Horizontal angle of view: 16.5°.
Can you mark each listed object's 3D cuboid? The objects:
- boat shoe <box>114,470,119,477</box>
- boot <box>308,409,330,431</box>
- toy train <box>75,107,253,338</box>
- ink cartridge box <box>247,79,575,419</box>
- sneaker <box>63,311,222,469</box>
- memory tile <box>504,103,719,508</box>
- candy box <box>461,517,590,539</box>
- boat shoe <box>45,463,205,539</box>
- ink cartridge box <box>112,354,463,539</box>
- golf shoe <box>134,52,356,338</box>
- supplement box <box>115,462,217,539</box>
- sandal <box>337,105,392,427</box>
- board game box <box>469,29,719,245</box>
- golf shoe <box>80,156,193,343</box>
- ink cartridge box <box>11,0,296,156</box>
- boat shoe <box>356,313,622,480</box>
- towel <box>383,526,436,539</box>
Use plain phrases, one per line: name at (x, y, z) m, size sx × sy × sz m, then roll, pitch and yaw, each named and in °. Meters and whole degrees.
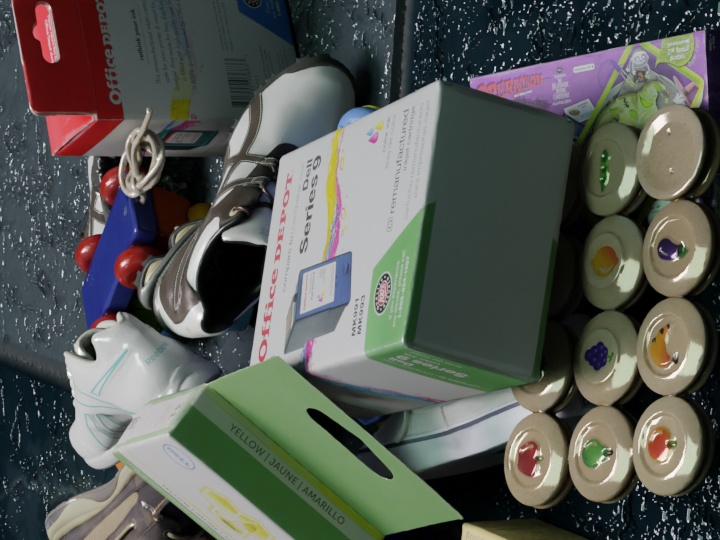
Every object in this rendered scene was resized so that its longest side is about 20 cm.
boat shoe at (-0.146, 0.232, 1.739) m, size 0.066 × 0.072 × 0.200 m, roll -21°, pitch 82°, yaw 50°
boot at (-0.047, 0.061, 1.584) m, size 0.075 × 0.074 × 0.200 m, roll -128°, pitch 45°, yaw -54°
toy train at (-0.106, -0.029, 1.603) m, size 0.200 × 0.116 × 0.085 m, roll 116°, pitch 148°, yaw -45°
ink cartridge box at (0.023, -0.005, 1.353) m, size 0.200 × 0.087 × 0.145 m, roll -20°, pitch 58°, yaw 63°
sneaker at (-0.153, 0.071, 1.595) m, size 0.080 × 0.070 × 0.200 m, roll 43°, pitch 153°, yaw -5°
memory tile at (0.128, 0.020, 1.282) m, size 0.153 × 0.017 × 0.200 m, roll -11°, pitch 73°, yaw 52°
candy box at (0.126, 0.212, 1.334) m, size 0.200 × 0.055 × 0.116 m, roll 16°, pitch 104°, yaw 55°
boat shoe at (-0.125, 0.157, 1.594) m, size 0.200 × 0.074 × 0.073 m, roll -35°, pitch 72°, yaw 46°
ink cartridge box at (-0.046, 0.122, 1.424) m, size 0.048 × 0.146 × 0.200 m, roll -54°, pitch 14°, yaw -21°
golf shoe at (-0.054, -0.039, 1.529) m, size 0.200 × 0.078 × 0.094 m, roll -59°, pitch 26°, yaw -2°
supplement box at (-0.094, 0.161, 1.657) m, size 0.200 × 0.069 × 0.067 m, roll 55°, pitch 134°, yaw 43°
sandal at (0.000, 0.000, 1.492) m, size 0.079 × 0.087 × 0.200 m, roll -8°, pitch 83°, yaw 58°
board game box at (0.131, -0.058, 1.344) m, size 0.200 × 0.032 × 0.120 m, roll -5°, pitch 91°, yaw 56°
golf shoe at (-0.167, -0.040, 1.737) m, size 0.094 × 0.078 × 0.200 m, roll -2°, pitch 88°, yaw 56°
ink cartridge box at (-0.142, -0.137, 1.596) m, size 0.067 × 0.200 × 0.116 m, roll -33°, pitch 64°, yaw 52°
boat shoe at (0.063, 0.065, 1.409) m, size 0.202 × 0.075 × 0.086 m, roll -27°, pitch 69°, yaw 51°
towel at (-0.019, 0.240, 1.484) m, size 0.200 × 0.050 × 0.148 m, roll -55°, pitch 31°, yaw 11°
